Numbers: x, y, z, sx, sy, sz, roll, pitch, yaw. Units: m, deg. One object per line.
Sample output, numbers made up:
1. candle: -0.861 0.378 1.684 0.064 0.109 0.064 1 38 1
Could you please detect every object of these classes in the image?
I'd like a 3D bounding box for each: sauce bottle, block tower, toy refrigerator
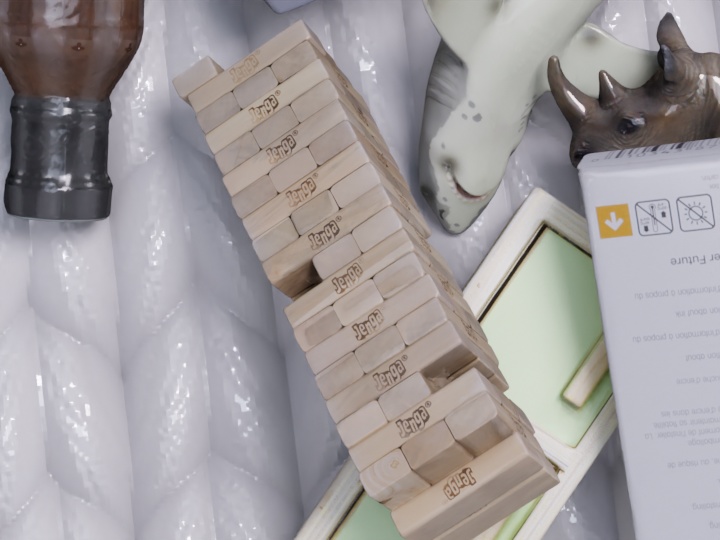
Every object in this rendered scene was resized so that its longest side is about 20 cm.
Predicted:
1. sauce bottle: -0.111 -0.119 0.818 0.064 0.065 0.201 3 97 -1
2. block tower: 0.000 0.000 0.780 0.058 0.054 0.200 -33 60 9
3. toy refrigerator: 0.038 0.074 0.813 0.076 0.070 0.200 35 85 2

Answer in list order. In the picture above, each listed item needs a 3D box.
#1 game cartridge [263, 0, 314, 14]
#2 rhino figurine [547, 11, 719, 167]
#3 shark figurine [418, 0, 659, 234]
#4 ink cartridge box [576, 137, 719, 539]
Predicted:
1. game cartridge: 0.020 -0.188 0.817 0.200 0.041 0.133 -38 55 -4
2. rhino figurine: 0.158 -0.032 0.793 0.199 0.060 0.088 27 121 0
3. shark figurine: 0.089 -0.123 0.823 0.214 0.090 0.128 -33 129 3
4. ink cartridge box: 0.186 0.047 0.745 0.197 0.047 0.201 -7 104 15
